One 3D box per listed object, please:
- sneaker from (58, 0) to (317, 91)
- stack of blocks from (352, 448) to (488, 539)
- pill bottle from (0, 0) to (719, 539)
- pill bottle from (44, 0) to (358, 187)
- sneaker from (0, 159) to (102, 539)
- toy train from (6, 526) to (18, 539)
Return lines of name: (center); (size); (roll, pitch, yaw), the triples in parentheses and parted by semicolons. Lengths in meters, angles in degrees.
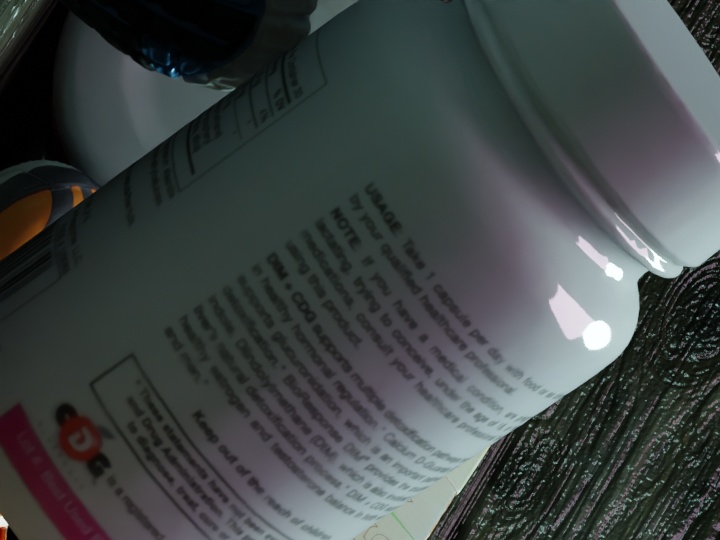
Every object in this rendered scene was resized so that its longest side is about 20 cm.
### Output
sneaker: (-0.023, -0.123, 0.752); (0.087, 0.075, 0.200); (-65, -176, -34)
stack of blocks: (-0.041, 0.090, 0.934); (0.115, 0.059, 0.200); (-23, -160, 42)
pill bottle: (0.000, 0.000, 0.755); (0.200, 0.114, 0.113); (-35, -174, 15)
pill bottle: (-0.049, -0.039, 0.973); (0.112, 0.111, 0.200); (-58, 180, -13)
sneaker: (-0.109, 0.074, 0.843); (0.077, 0.112, 0.201); (19, 105, -53)
toy train: (-0.075, 0.058, 0.892); (0.200, 0.034, 0.046); (-34, -169, 13)
